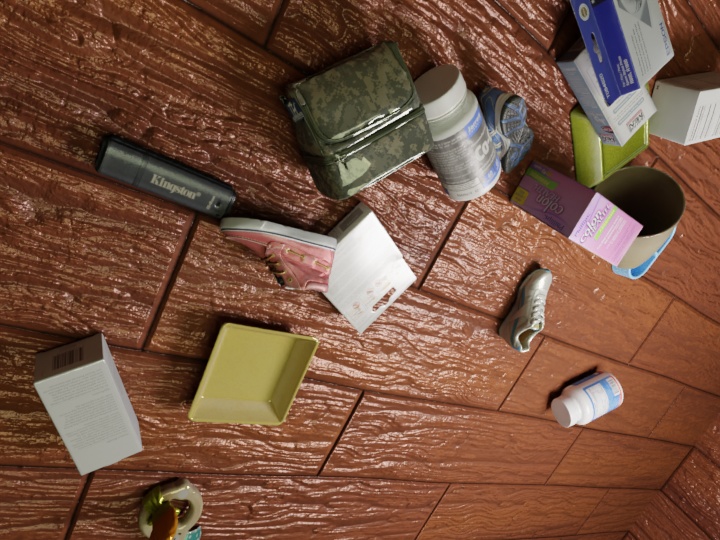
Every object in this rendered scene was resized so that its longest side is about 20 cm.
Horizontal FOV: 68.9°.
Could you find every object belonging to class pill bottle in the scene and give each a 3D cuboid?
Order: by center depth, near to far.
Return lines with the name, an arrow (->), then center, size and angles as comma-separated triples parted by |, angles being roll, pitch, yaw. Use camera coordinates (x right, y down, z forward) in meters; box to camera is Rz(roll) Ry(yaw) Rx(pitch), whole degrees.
pill bottle -> 0.157, -0.228, 0.882 | 0.113, 0.114, 0.201 | -40, 130, -2
pill bottle -> 0.660, 0.380, 1.539 | 0.193, 0.113, 0.116 | -17, 125, -19

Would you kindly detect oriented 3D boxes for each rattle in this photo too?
rattle -> -0.348, 0.521, 1.017 | 0.128, 0.140, 0.208 | -22, 123, -39

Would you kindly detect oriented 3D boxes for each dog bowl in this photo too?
dog bowl -> 0.738, -0.067, 1.360 | 0.110, 0.050, 0.203 | 27, 103, -38

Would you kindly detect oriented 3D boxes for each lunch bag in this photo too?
lunch bag -> -0.007, -0.225, 0.781 | 0.196, 0.139, 0.172 | -29, 112, -12

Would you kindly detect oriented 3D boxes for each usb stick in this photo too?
usb stick -> -0.270, -0.129, 0.742 | 0.196, 0.033, 0.057 | 21, 105, -38

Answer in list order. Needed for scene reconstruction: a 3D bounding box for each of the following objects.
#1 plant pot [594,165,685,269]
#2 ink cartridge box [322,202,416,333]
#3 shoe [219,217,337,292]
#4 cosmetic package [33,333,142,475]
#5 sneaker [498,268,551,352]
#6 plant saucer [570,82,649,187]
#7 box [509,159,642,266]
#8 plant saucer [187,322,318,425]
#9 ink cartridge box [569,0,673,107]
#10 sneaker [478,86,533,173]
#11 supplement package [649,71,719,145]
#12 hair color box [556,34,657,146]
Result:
plant pot -> 0.624, -0.097, 1.208 | 0.185, 0.188, 0.202 | -36, 143, -5
ink cartridge box -> 0.000, 0.000, 0.971 | 0.160, 0.050, 0.201 | -42, 133, -2
shoe -> -0.131, -0.021, 0.833 | 0.193, 0.071, 0.095 | 11, 85, -26
cosmetic package -> -0.424, 0.212, 0.828 | 0.098, 0.071, 0.207 | -17, 125, -21
sneaker -> 0.405, 0.094, 1.240 | 0.074, 0.081, 0.206 | 9, 112, -31
plant saucer -> 0.542, -0.293, 1.113 | 0.196, 0.048, 0.203 | -34, 129, -8
box -> 0.439, -0.117, 1.072 | 0.195, 0.176, 0.099 | 18, 110, -35
plant saucer -> -0.198, 0.183, 0.959 | 0.195, 0.049, 0.205 | 14, 109, -35
ink cartridge box -> 0.460, -0.423, 0.912 | 0.199, 0.040, 0.204 | -39, 109, -26
sneaker -> 0.263, -0.258, 0.958 | 0.075, 0.077, 0.201 | -42, 147, -5
supplement package -> 0.741, -0.358, 1.148 | 0.193, 0.114, 0.113 | -14, 124, -21
hair color box -> 0.466, -0.348, 0.992 | 0.099, 0.061, 0.200 | -43, 112, 1
